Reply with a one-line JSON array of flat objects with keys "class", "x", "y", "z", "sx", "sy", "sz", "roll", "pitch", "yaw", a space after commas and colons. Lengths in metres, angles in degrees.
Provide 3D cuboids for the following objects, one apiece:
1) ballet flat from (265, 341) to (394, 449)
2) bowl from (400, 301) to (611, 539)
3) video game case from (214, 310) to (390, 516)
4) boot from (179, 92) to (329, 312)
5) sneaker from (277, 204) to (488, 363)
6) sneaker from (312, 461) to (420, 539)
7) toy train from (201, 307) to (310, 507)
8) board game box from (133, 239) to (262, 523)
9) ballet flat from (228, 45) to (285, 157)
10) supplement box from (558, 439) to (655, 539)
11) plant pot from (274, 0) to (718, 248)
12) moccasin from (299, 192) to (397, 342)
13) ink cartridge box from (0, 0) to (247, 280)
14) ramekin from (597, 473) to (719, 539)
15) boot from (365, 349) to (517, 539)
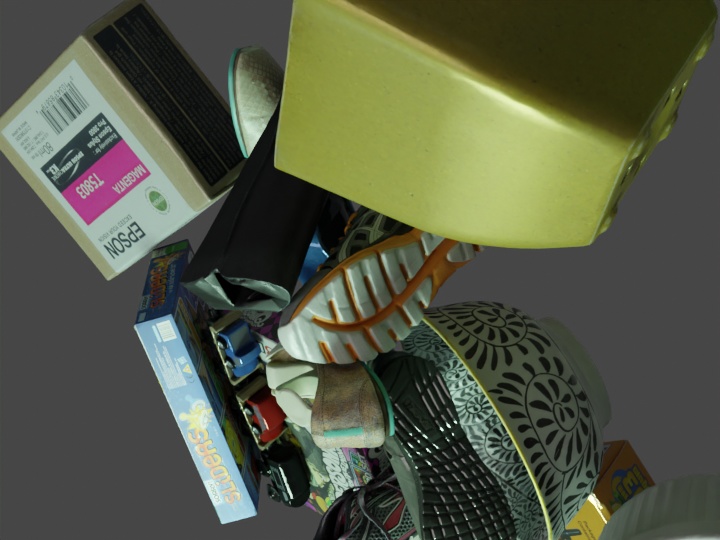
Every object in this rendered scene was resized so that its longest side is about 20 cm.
[{"class": "ballet flat", "x": -0.031, "y": 0.072, "z": 1.300, "sx": 0.200, "sy": 0.067, "sz": 0.069, "roll": -131, "pitch": 27, "yaw": -71}, {"class": "bowl", "x": 0.117, "y": 0.094, "z": 1.319, "sx": 0.201, "sy": 0.094, "sz": 0.201, "roll": 56, "pitch": 167, "yaw": 21}, {"class": "video game case", "x": -0.033, "y": 0.130, "z": 1.537, "sx": 0.181, "sy": 0.036, "sz": 0.201, "roll": 25, "pitch": 140, "yaw": 50}, {"class": "boot", "x": -0.028, "y": -0.070, "z": 1.239, "sx": 0.066, "sy": 0.201, "sz": 0.164, "roll": 39, "pitch": 151, "yaw": -22}, {"class": "sneaker", "x": 0.015, "y": -0.009, "z": 1.271, "sx": 0.077, "sy": 0.200, "sz": 0.079, "roll": 25, "pitch": 144, "yaw": 43}, {"class": "sneaker", "x": 0.024, "y": 0.181, "z": 1.431, "sx": 0.075, "sy": 0.200, "sz": 0.080, "roll": 42, "pitch": 165, "yaw": -25}, {"class": "toy train", "x": -0.083, "y": 0.115, "z": 1.528, "sx": 0.046, "sy": 0.034, "sz": 0.201, "roll": 18, "pitch": 136, "yaw": 50}, {"class": "board game box", "x": -0.131, "y": 0.092, "z": 1.552, "sx": 0.034, "sy": 0.136, "sz": 0.201, "roll": -16, "pitch": 115, "yaw": 9}, {"class": "ballet flat", "x": -0.052, "y": -0.087, "z": 1.379, "sx": 0.062, "sy": 0.068, "sz": 0.201, "roll": 7, "pitch": 138, "yaw": 15}, {"class": "supplement box", "x": 0.137, "y": 0.183, "z": 1.430, "sx": 0.199, "sy": 0.069, "sz": 0.067, "roll": -12, "pitch": 116, "yaw": 51}, {"class": "plant pot", "x": 0.089, "y": -0.128, "z": 1.078, "sx": 0.199, "sy": 0.196, "sz": 0.195, "roll": 30, "pitch": 151, "yaw": 10}, {"class": "moccasin", "x": 0.000, "y": 0.000, "z": 1.385, "sx": 0.080, "sy": 0.069, "sz": 0.200, "roll": 15, "pitch": 158, "yaw": 17}, {"class": "ink cartridge box", "x": -0.191, "y": -0.102, "z": 1.479, "sx": 0.165, "sy": 0.075, "sz": 0.200, "roll": 52, "pitch": 142, "yaw": -5}, {"class": "ramekin", "x": 0.248, "y": 0.232, "z": 1.294, "sx": 0.201, "sy": 0.094, "sz": 0.203, "roll": 6, "pitch": 125, "yaw": 9}, {"class": "boot", "x": 0.051, "y": 0.141, "z": 1.354, "sx": 0.131, "sy": 0.067, "sz": 0.201, "roll": -154, "pitch": 44, "yaw": -78}]
